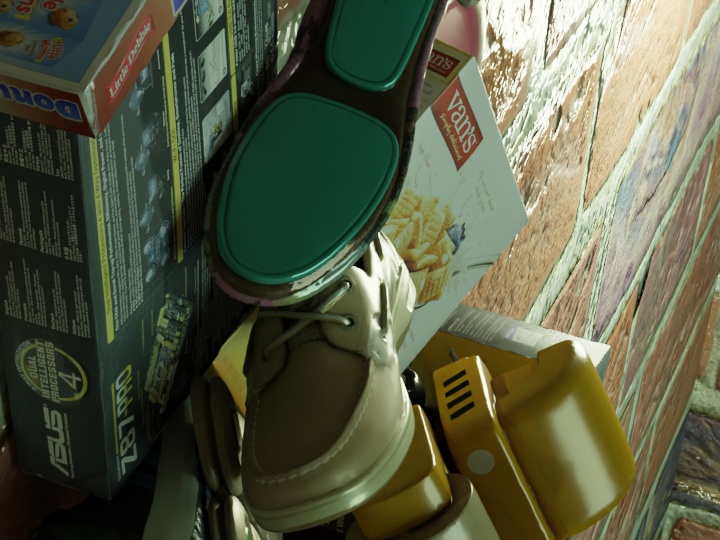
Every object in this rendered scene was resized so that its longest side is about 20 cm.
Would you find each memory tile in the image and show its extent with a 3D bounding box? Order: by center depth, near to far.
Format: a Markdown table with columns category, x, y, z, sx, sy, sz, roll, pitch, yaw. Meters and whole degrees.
| category | x | y | z | sx | sy | sz | roll | pitch | yaw |
| --- | --- | --- | --- | --- | --- | --- | --- | --- | --- |
| memory tile | -0.044 | 0.140 | 0.777 | 0.200 | 0.017 | 0.153 | 80 | 0 | -70 |

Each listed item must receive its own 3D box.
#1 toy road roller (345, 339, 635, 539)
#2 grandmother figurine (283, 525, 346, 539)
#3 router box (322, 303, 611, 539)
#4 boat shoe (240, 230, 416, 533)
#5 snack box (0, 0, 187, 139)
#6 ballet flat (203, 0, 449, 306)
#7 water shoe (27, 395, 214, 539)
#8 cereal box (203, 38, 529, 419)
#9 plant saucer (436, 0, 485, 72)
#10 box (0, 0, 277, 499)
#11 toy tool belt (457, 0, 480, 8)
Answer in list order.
| category | x | y | z | sx | sy | sz | roll | pitch | yaw |
| --- | --- | --- | --- | --- | --- | --- | --- | --- | --- |
| toy road roller | 0.071 | 0.114 | 0.932 | 0.200 | 0.146 | 0.123 | -97 | 161 | -71 |
| grandmother figurine | -0.038 | 0.178 | 0.929 | 0.061 | 0.121 | 0.200 | -43 | -139 | 53 |
| router box | 0.054 | 0.120 | 1.082 | 0.052 | 0.157 | 0.200 | -41 | 143 | -61 |
| boat shoe | -0.018 | 0.030 | 0.723 | 0.200 | 0.072 | 0.065 | -76 | 147 | -60 |
| snack box | -0.073 | -0.131 | 0.586 | 0.024 | 0.072 | 0.200 | 83 | 28 | -54 |
| ballet flat | -0.012 | -0.060 | 0.723 | 0.071 | 0.069 | 0.200 | 120 | -9 | -62 |
| water shoe | -0.101 | 0.104 | 0.736 | 0.200 | 0.079 | 0.072 | -105 | -174 | -74 |
| cereal box | 0.000 | 0.000 | 0.879 | 0.200 | 0.040 | 0.144 | -49 | 147 | -16 |
| plant saucer | 0.020 | -0.093 | 0.960 | 0.201 | 0.051 | 0.201 | 17 | 90 | -73 |
| box | -0.082 | -0.035 | 0.690 | 0.161 | 0.049 | 0.200 | -60 | 159 | -45 |
| toy tool belt | 0.068 | -0.226 | 0.869 | 0.200 | 0.125 | 0.123 | -57 | 165 | -45 |
